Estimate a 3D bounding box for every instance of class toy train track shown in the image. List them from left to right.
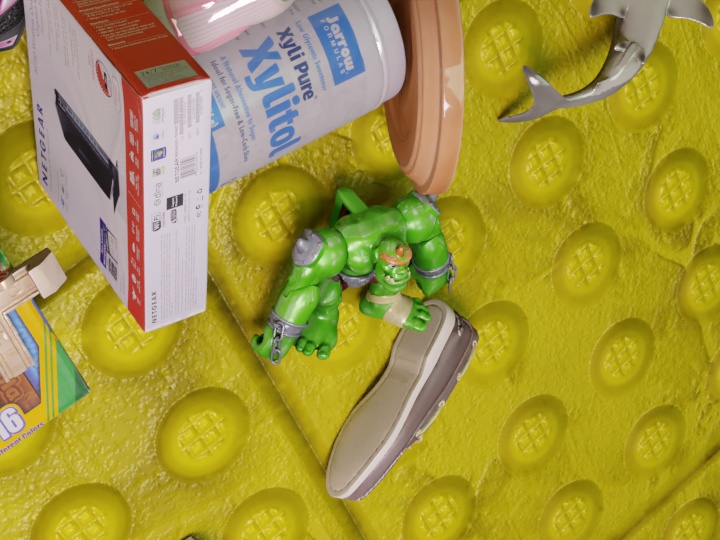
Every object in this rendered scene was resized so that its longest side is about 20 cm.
[{"bbox_3d":[-0.275,0.052,0.896,0.200,0.033,0.115,-34,124,-17],"label":"toy train track"}]

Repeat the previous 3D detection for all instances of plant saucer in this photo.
[{"bbox_3d":[0.044,-0.158,1.089,0.032,0.200,0.201,-4,112,-8],"label":"plant saucer"}]

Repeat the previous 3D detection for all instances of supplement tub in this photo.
[{"bbox_3d":[-0.082,-0.145,1.043,0.200,0.132,0.132,-30,122,-21],"label":"supplement tub"}]

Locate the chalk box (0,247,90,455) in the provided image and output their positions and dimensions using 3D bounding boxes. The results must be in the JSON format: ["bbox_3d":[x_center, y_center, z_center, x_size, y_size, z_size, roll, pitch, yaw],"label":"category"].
[{"bbox_3d":[-0.301,0.025,0.966,0.124,0.125,0.200,-35,125,-18],"label":"chalk box"}]

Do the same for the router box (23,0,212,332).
[{"bbox_3d":[-0.164,-0.089,0.943,0.049,0.180,0.200,-21,139,-27],"label":"router box"}]

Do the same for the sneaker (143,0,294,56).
[{"bbox_3d":[-0.084,-0.225,0.962,0.105,0.200,0.075,-20,130,17],"label":"sneaker"}]

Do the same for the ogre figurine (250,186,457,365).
[{"bbox_3d":[0.000,0.000,1.184,0.200,0.098,0.120,-7,131,-16],"label":"ogre figurine"}]

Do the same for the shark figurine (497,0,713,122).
[{"bbox_3d":[0.225,-0.200,1.269,0.128,0.090,0.215,32,79,-5],"label":"shark figurine"}]

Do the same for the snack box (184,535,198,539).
[{"bbox_3d":[-0.194,0.342,1.207,0.200,0.053,0.142,-31,122,-21],"label":"snack box"}]

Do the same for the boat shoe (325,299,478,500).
[{"bbox_3d":[0.040,0.125,1.271,0.059,0.072,0.200,34,82,-35],"label":"boat shoe"}]

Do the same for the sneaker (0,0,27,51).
[{"bbox_3d":[-0.271,-0.166,0.944,0.200,0.080,0.086,-46,138,-4],"label":"sneaker"}]
